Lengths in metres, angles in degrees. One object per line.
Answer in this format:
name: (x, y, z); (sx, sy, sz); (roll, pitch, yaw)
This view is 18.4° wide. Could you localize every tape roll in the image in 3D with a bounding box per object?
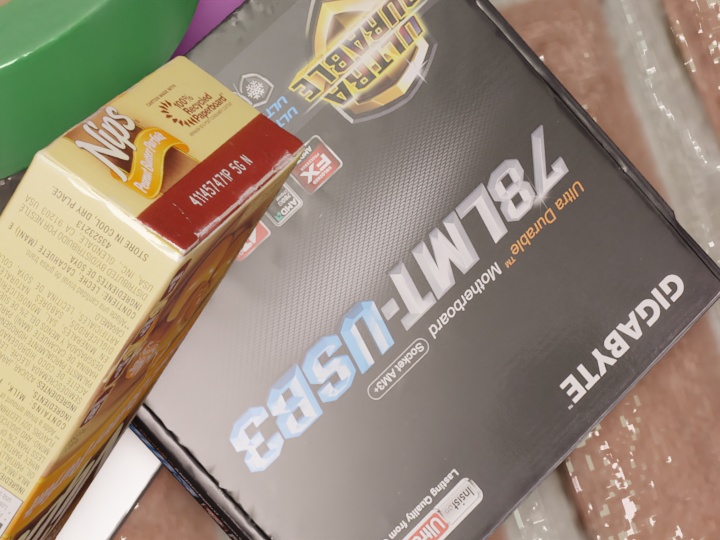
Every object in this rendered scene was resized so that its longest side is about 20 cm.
tape roll: (-0.156, -0.111, 0.777); (0.199, 0.048, 0.201); (-5, 49, 5)

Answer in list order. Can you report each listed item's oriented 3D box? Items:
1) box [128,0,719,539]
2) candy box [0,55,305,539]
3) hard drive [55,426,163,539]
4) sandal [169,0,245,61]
box: (0.000, 0.000, 0.799); (0.200, 0.050, 0.199); (-43, 93, -15)
candy box: (-0.102, 0.038, 0.692); (0.055, 0.115, 0.200); (35, 115, 3)
hard drive: (-0.172, 0.040, 0.806); (0.200, 0.026, 0.132); (35, 78, 2)
sandal: (-0.121, -0.080, 0.811); (0.202, 0.050, 0.083); (-15, 75, -16)
